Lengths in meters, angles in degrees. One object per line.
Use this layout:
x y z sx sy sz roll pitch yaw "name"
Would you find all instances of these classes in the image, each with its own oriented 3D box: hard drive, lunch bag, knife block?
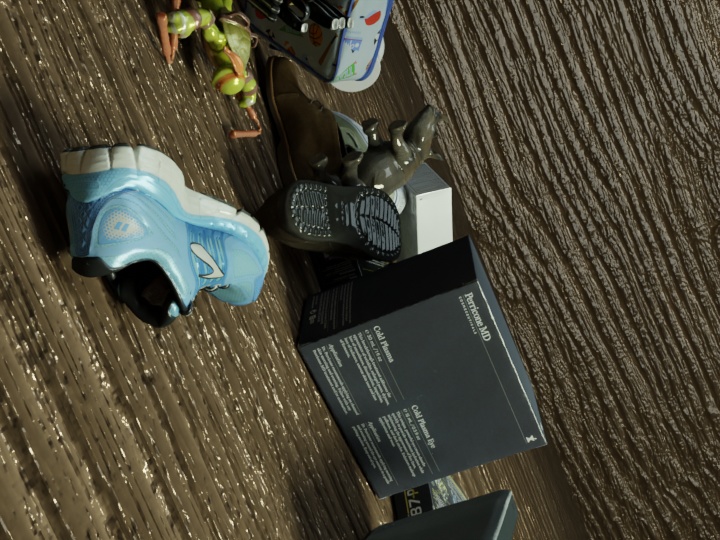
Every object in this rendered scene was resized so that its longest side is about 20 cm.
0.056 0.235 0.753 0.200 0.139 0.033 5 66 -77 "hard drive"
-0.053 -0.310 1.035 0.200 0.075 0.161 43 -46 33 "lunch bag"
-0.086 -0.326 0.967 0.200 0.175 0.064 -93 -156 -54 "knife block"

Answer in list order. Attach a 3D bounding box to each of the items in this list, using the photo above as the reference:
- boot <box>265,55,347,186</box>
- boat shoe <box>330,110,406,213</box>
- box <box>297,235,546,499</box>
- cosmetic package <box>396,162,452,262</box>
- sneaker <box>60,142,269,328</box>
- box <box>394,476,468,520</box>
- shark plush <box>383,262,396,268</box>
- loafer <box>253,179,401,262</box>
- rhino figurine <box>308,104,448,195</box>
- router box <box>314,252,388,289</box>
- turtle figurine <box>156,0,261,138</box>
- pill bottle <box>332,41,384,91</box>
-0.062 -0.174 1.050 0.074 0.075 0.201 45 27 -59 "boot"
-0.017 -0.138 1.092 0.062 0.072 0.200 23 19 -52 "boat shoe"
0.063 0.098 0.904 0.104 0.182 0.200 -85 152 -64 "box"
0.080 -0.024 1.126 0.083 0.050 0.201 -121 -158 -56 "cosmetic package"
-0.124 -0.005 0.572 0.200 0.078 0.090 36 54 -63 "sneaker"
0.093 0.299 1.029 0.200 0.049 0.162 57 19 -45 "box"
0.049 0.074 0.997 0.091 0.083 0.200 47 -24 26 "shark plush"
-0.029 -0.050 0.900 0.200 0.071 0.073 15 72 -52 "loafer"
0.030 -0.123 0.998 0.060 0.200 0.088 24 -41 38 "rhino figurine"
0.000 0.000 1.088 0.200 0.051 0.150 18 55 -74 "router box"
-0.134 -0.225 0.837 0.200 0.064 0.162 42 29 -62 "turtle figurine"
-0.023 -0.380 1.450 0.113 0.113 0.200 56 19 -47 "pill bottle"
